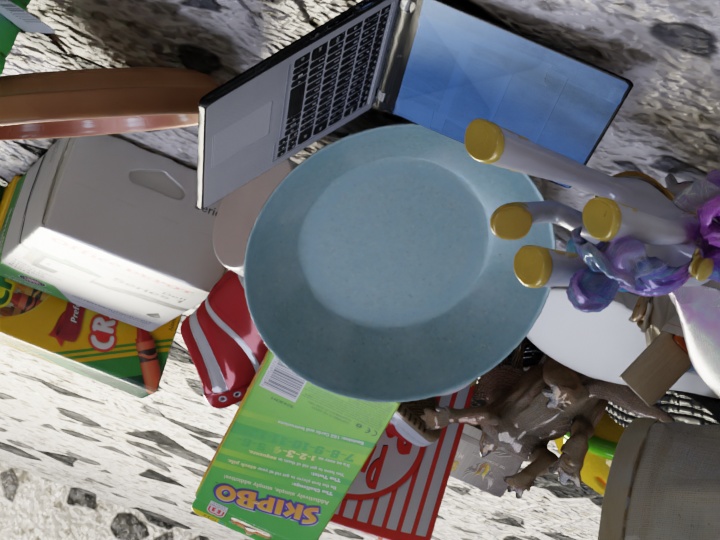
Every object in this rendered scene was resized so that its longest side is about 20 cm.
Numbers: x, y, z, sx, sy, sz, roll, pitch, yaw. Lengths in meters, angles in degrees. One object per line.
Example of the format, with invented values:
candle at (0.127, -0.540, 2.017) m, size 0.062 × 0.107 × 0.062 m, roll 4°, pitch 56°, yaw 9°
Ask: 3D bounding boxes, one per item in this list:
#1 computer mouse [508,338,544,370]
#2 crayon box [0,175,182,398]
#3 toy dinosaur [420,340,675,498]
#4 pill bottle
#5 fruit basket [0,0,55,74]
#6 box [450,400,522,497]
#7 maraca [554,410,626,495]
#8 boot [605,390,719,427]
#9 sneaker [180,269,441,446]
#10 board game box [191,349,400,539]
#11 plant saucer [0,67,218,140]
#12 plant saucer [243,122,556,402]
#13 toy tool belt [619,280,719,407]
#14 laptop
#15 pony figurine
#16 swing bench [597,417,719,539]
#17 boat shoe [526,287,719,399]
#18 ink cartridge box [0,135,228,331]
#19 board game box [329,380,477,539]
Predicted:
computer mouse at (0.044, 0.054, 1.688) m, size 0.199 × 0.053 × 0.138 m, roll 28°, pitch 162°, yaw -34°
crayon box at (-0.241, 0.009, 1.709) m, size 0.199 × 0.128 × 0.051 m, roll 22°, pitch 164°, yaw -16°
toy dinosaur at (0.136, 0.087, 1.500) m, size 0.199 × 0.136 × 0.086 m, roll -19°, pitch 107°, yaw 37°
pill bottle at (0.000, 0.000, 1.439) m, size 0.199 × 0.112 × 0.111 m, roll 29°, pitch 161°, yaw -35°
fruit basket at (-0.291, -0.184, 1.204) m, size 0.200 × 0.094 × 0.185 m, roll 38°, pitch 156°, yaw -31°
box at (0.025, 0.099, 1.740) m, size 0.199 × 0.049 × 0.159 m, roll 26°, pitch -167°, yaw -27°
maraca at (0.208, 0.113, 1.609) m, size 0.136 × 0.108 × 0.200 m, roll 14°, pitch -167°, yaw 2°
boot at (0.253, 0.080, 1.496) m, size 0.131 × 0.070 × 0.200 m, roll -9°, pitch -148°, yaw -25°
sneaker at (-0.040, 0.076, 1.530) m, size 0.112 × 0.071 × 0.200 m, roll -38°, pitch 110°, yaw 26°
board game box at (-0.047, 0.126, 1.486) m, size 0.095 × 0.030 × 0.201 m, roll 25°, pitch 132°, yaw -4°
plant saucer at (-0.175, -0.102, 1.305) m, size 0.198 × 0.033 × 0.200 m, roll -4°, pitch -178°, yaw 0°
plant saucer at (0.024, -0.010, 1.341) m, size 0.200 × 0.202 × 0.039 m, roll 23°, pitch -155°, yaw -20°
toy tool belt at (0.260, 0.052, 1.310) m, size 0.199 × 0.124 × 0.125 m, roll 21°, pitch 164°, yaw -13°
laptop at (0.022, -0.069, 1.171) m, size 0.116 × 0.199 × 0.187 m, roll 56°, pitch 168°, yaw 10°
pony figurine at (0.173, -0.017, 1.132) m, size 0.199 × 0.168 × 0.193 m, roll 4°, pitch -157°, yaw -39°
swing bench at (0.263, 0.160, 1.272) m, size 0.197 × 0.131 × 0.200 m, roll 2°, pitch 157°, yaw 21°
boat shoe at (0.202, 0.031, 1.411) m, size 0.198 × 0.069 × 0.072 m, roll 9°, pitch 130°, yaw 3°
ink cartridge box at (-0.185, -0.028, 1.598) m, size 0.145 × 0.085 × 0.200 m, roll 21°, pitch 165°, yaw -15°
board game box at (0.007, 0.094, 1.585) m, size 0.150 × 0.202 × 0.046 m, roll 16°, pitch 171°, yaw 3°
